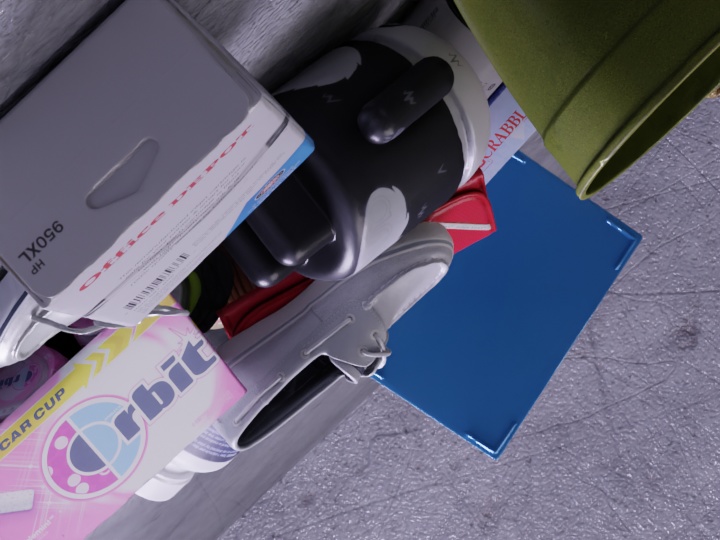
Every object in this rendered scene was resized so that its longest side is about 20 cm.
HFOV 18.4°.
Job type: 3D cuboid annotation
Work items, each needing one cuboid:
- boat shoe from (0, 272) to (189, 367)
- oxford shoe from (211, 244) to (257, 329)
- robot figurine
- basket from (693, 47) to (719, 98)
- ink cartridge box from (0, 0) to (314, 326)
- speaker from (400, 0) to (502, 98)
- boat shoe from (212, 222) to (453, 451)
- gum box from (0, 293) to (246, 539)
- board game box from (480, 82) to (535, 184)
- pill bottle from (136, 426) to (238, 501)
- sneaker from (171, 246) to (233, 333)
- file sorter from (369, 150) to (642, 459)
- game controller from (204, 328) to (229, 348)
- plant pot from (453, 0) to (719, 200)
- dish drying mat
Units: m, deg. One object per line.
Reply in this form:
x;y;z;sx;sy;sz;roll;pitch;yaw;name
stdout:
-0.135;0.000;1.270;0.202;0.086;0.075;-46;172;14;boat shoe
-0.028;-0.008;1.524;0.199;0.071;0.074;-29;138;8;oxford shoe
-0.008;-0.075;1.407;0.200;0.150;0.125;-38;129;-31;robot figurine
0.200;-0.205;1.472;0.200;0.148;0.143;-26;129;-66;basket
-0.111;-0.052;1.115;0.145;0.084;0.200;-44;173;1;ink cartridge box
0.031;-0.113;1.546;0.200;0.081;0.081;-49;171;34;speaker
-0.016;0.045;1.453;0.200;0.069;0.072;-32;151;-1;boat shoe
-0.184;0.094;1.387;0.200;0.066;0.114;-42;131;-8;gum box
0.084;-0.121;1.639;0.200;0.041;0.200;-48;-165;34;board game box
-0.118;0.086;1.745;0.200;0.111;0.111;-47;172;23;pill bottle
-0.158;0.063;1.491;0.200;0.074;0.081;-51;-167;-3;sneaker
0.092;0.016;1.702;0.200;0.139;0.123;-57;-171;-1;file sorter
-0.146;0.076;1.643;0.104;0.042;0.200;17;129;-38;game controller
0.134;-0.180;1.284;0.200;0.193;0.200;-42;173;-6;plant pot
0.000;0.000;1.489;0.199;0.018;0.077;-30;150;-7;dish drying mat
